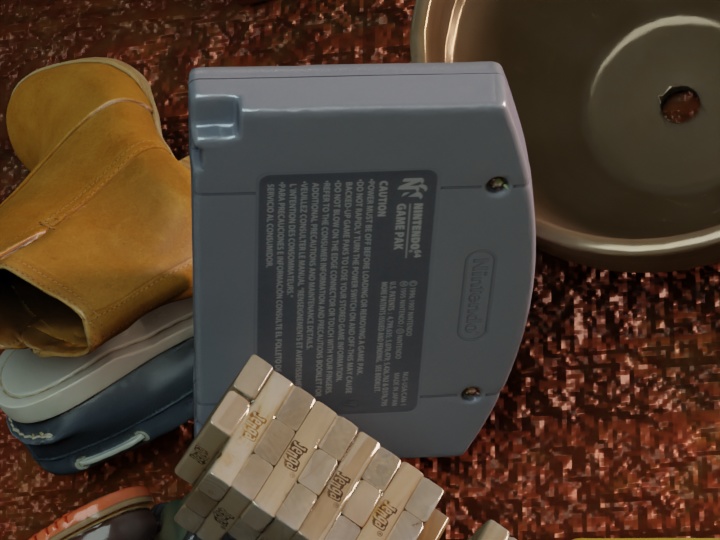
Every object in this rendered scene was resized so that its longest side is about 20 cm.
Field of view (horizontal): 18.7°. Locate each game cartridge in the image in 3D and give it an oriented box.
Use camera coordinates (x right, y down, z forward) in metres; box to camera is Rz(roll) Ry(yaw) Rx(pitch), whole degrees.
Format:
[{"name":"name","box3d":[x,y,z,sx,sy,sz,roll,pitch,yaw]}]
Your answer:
[{"name":"game cartridge","box3d":[0.000,0.000,0.848,0.133,0.201,0.041,1,46,-3]}]

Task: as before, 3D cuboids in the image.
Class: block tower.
[{"name":"block tower","box3d":[0.021,0.118,0.844,0.200,0.058,0.054,35,57,-2]}]

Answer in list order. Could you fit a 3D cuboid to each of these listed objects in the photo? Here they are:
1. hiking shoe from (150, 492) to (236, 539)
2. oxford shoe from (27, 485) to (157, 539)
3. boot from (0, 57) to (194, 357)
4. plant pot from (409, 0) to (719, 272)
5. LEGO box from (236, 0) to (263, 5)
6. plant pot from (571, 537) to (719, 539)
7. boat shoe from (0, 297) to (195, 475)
[{"name":"hiking shoe","box3d":[-0.012,0.155,0.878,0.100,0.076,0.200,-35,63,6]},{"name":"oxford shoe","box3d":[-0.137,0.172,0.903,0.073,0.071,0.200,47,112,20]},{"name":"boot","box3d":[-0.134,-0.028,0.934,0.201,0.071,0.144,16,39,43]},{"name":"plant pot","box3d":[0.127,-0.085,0.916,0.200,0.093,0.202,-6,67,15]},{"name":"LEGO box","box3d":[-0.056,-0.247,1.003,0.077,0.149,0.201,-13,67,12]},{"name":"plant pot","box3d":[0.117,0.190,0.708,0.199,0.201,0.177,-3,25,19]},{"name":"boat shoe","box3d":[-0.059,0.027,0.943,0.199,0.062,0.075,-29,39,-4]}]
